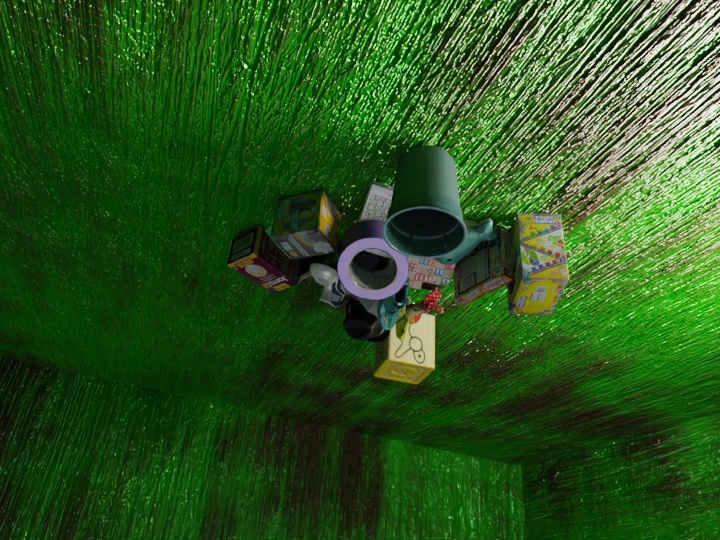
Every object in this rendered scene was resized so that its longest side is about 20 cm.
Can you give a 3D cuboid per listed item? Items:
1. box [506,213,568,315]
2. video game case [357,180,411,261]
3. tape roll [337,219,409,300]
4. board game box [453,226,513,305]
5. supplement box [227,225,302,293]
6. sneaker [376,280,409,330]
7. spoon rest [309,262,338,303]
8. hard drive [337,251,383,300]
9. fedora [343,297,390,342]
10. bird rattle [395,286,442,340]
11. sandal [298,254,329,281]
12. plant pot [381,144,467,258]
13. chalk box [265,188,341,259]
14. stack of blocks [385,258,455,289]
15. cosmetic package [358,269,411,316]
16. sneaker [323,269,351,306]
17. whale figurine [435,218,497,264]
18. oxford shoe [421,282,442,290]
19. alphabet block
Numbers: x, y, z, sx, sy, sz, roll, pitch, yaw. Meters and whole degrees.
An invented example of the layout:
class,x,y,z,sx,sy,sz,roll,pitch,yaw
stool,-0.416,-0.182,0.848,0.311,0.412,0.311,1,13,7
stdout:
class,x,y,z,sx,sy,sz,roll,pitch,yaw
box,0.473,-0.014,1.468,0.117,0.199,0.202,2,149,6
video game case,0.083,-0.124,1.449,0.175,0.024,0.204,15,126,-10
tape roll,0.034,-0.027,1.455,0.191,0.086,0.206,0,127,1
board game box,0.346,-0.010,1.540,0.045,0.157,0.199,21,147,-25
supplement box,-0.294,-0.030,1.671,0.128,0.107,0.198,-19,142,35
sneaker,0.097,0.094,1.593,0.074,0.081,0.206,5,120,-16
spoon rest,-0.108,0.028,1.664,0.096,0.062,0.202,16,152,7
hard drive,0.000,0.000,1.664,0.133,0.043,0.201,-39,147,-6
fedora,0.009,0.188,1.899,0.195,0.091,0.208,19,124,30
bird rattle,0.170,0.126,1.725,0.196,0.115,0.163,-32,173,-10
sandal,-0.161,0.001,1.719,0.057,0.082,0.198,33,140,-31
plant pot,0.153,-0.168,1.269,0.191,0.203,0.203,5,150,3
chalk box,-0.166,-0.120,1.484,0.193,0.128,0.125,-7,149,23
stack of blocks,0.178,-0.009,1.621,0.192,0.060,0.118,9,125,-6
cosmetic package,0.076,0.088,1.730,0.108,0.085,0.199,-45,150,5
sneaker,-0.060,0.068,1.804,0.104,0.072,0.203,11,148,18
whale figurine,0.277,-0.079,1.484,0.193,0.107,0.160,-10,145,25
oxford shoe,0.174,0.017,1.720,0.192,0.074,0.071,10,179,-10
alphabet block,0.162,0.281,2.002,0.187,0.207,0.198,12,150,-9
